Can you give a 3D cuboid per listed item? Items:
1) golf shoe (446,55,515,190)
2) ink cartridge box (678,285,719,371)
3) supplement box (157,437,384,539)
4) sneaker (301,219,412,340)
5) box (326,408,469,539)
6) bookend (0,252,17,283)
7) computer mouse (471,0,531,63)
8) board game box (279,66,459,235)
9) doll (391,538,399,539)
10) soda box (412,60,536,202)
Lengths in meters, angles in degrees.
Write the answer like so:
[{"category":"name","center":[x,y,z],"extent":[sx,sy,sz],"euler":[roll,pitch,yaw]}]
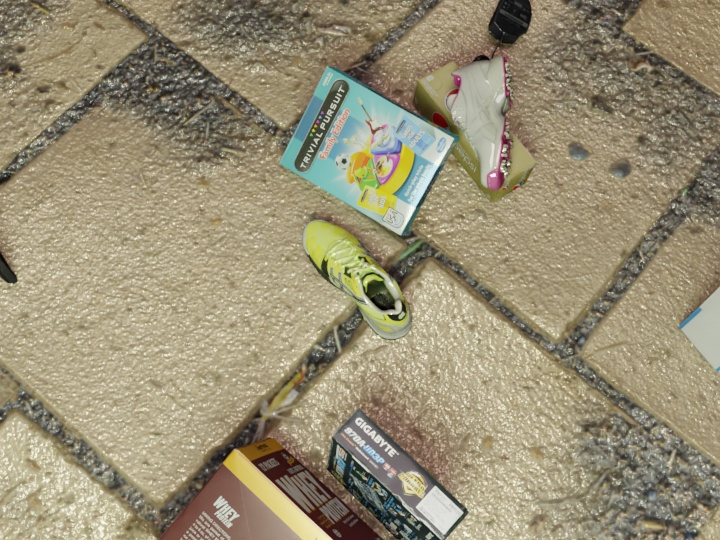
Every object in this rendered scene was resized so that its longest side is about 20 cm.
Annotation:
[{"category":"golf shoe","center":[0.163,-0.199,1.243],"extent":[0.091,0.075,0.200],"euler":[-2,66,14]},{"category":"ink cartridge box","center":[0.541,0.030,1.196],"extent":[0.200,0.146,0.086],"euler":[-32,71,-17]},{"category":"supplement box","center":[-0.108,0.325,0.989],"extent":[0.197,0.133,0.200],"euler":[40,94,12]},{"category":"sneaker","center":[0.000,0.000,1.202],"extent":[0.075,0.076,0.200],"euler":[-41,75,-17]},{"category":"box","center":[0.035,0.248,1.033],"extent":[0.159,0.200,0.046],"euler":[42,71,13]},{"category":"bookend","center":[-0.583,-0.028,1.157],"extent":[0.199,0.092,0.200],"euler":[-33,75,-15]},{"category":"computer mouse","center":[0.210,-0.344,1.394],"extent":[0.059,0.034,0.200],"euler":[29,72,-10]},{"category":"board game box","center":[0.010,-0.164,1.244],"extent":[0.200,0.047,0.151],"euler":[31,106,8]},{"category":"doll","center":[-0.002,0.365,1.062],"extent":[0.200,0.048,0.136],"euler":[32,69,12]},{"category":"soda box","center":[0.161,-0.199,1.307],"extent":[0.068,0.064,0.200],"euler":[-31,72,-16]}]
